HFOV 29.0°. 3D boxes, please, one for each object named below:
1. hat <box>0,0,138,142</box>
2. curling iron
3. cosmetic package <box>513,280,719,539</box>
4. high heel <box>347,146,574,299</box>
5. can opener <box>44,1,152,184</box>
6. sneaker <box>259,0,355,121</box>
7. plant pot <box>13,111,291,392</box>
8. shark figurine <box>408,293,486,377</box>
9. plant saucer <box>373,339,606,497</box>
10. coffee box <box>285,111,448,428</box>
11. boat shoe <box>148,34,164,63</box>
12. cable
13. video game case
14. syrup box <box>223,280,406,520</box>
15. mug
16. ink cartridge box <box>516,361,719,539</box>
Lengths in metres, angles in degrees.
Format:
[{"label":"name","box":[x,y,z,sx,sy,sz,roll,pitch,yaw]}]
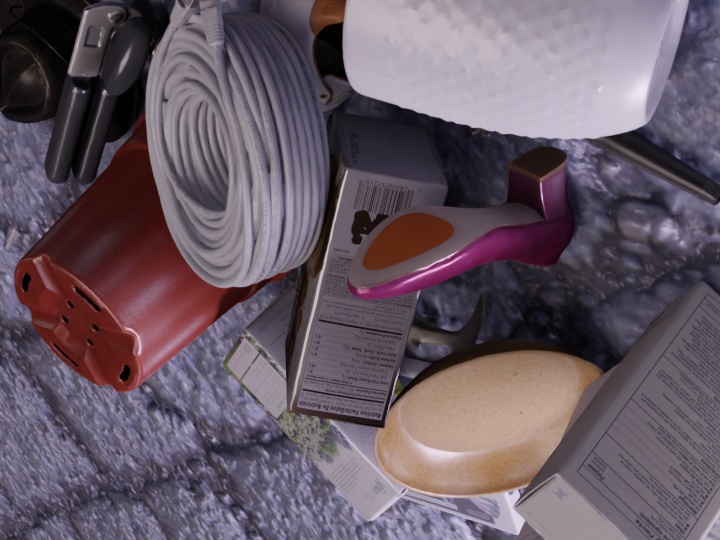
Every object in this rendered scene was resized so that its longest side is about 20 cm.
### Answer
[{"label":"hat","box":[-0.296,-0.181,1.290,0.199,0.081,0.202,29,144,23]},{"label":"curling iron","box":[0.151,-0.088,0.931,0.198,0.025,0.050,25,105,24]},{"label":"cosmetic package","box":[0.203,0.114,0.932,0.103,0.200,0.073,43,148,4]},{"label":"high heel","box":[0.072,-0.006,0.956,0.067,0.199,0.097,26,137,37]},{"label":"can opener","box":[-0.235,-0.149,1.219,0.201,0.052,0.067,-61,38,41]},{"label":"sneaker","box":[-0.037,-0.134,1.055,0.084,0.073,0.201,34,144,22]},{"label":"plant pot","box":[-0.191,-0.010,1.241,0.199,0.195,0.202,28,143,23]},{"label":"shark figurine","box":[0.006,0.032,1.175,0.214,0.089,0.129,39,148,14]},{"label":"plant saucer","box":[0.105,0.112,1.106,0.201,0.197,0.036,96,167,-49]},{"label":"coffee box","box":[0.000,0.000,1.040,0.079,0.113,0.202,9,116,-9]},{"label":"boat shoe","box":[-0.123,-0.111,1.157,0.072,0.060,0.203,-36,83,48]},{"label":"cable","box":[-0.095,-0.090,1.021,0.200,0.069,0.202,-34,74,59]},{"label":"video game case","box":[0.053,0.154,1.307,0.198,0.023,0.183,11,133,42]},{"label":"syrup box","box":[-0.022,0.117,1.242,0.200,0.081,0.079,45,146,5]},{"label":"mug","box":[0.093,-0.162,0.793,0.173,0.149,0.200,18,161,16]},{"label":"ink cartridge box","box":[0.201,0.185,0.993,0.144,0.201,0.083,33,150,-4]}]
